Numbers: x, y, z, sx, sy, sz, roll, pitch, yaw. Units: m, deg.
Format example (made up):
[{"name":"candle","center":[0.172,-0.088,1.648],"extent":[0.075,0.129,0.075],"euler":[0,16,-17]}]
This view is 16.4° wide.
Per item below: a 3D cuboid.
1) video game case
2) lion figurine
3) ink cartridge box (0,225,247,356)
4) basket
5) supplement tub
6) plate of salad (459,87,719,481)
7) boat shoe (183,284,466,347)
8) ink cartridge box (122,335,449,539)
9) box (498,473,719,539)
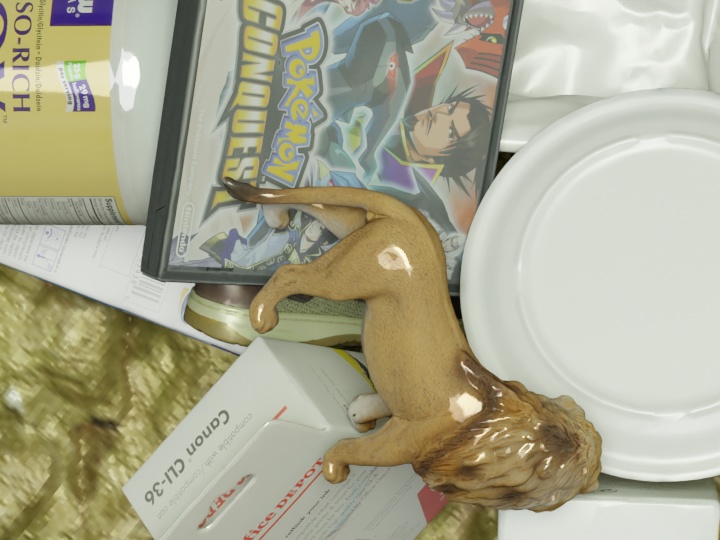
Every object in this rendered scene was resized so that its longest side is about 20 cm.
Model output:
[{"name":"video game case","center":[-0.008,-0.090,1.193],"extent":[0.180,0.025,0.201],"euler":[3,101,-33]},{"name":"lion figurine","center":[0.024,0.031,1.139],"extent":[0.122,0.073,0.200],"euler":[-12,117,35]},{"name":"ink cartridge box","center":[-0.092,-0.037,1.353],"extent":[0.200,0.076,0.137],"euler":[21,94,6]},{"name":"basket","center":[0.122,-0.127,1.305],"extent":[0.199,0.123,0.136],"euler":[5,94,6]},{"name":"supplement tub","center":[-0.152,-0.095,1.247],"extent":[0.199,0.145,0.146],"euler":[0,93,6]},{"name":"plate of salad","center":[0.148,0.007,1.213],"extent":[0.199,0.048,0.201],"euler":[-3,71,9]},{"name":"boat shoe","center":[-0.001,0.000,1.297],"extent":[0.072,0.200,0.066],"euler":[31,117,44]},{"name":"ink cartridge box","center":[-0.035,0.099,1.260],"extent":[0.117,0.200,0.068],"euler":[-48,60,18]},{"name":"box","center":[0.125,0.177,1.275],"extent":[0.106,0.200,0.153],"euler":[2,93,6]}]
